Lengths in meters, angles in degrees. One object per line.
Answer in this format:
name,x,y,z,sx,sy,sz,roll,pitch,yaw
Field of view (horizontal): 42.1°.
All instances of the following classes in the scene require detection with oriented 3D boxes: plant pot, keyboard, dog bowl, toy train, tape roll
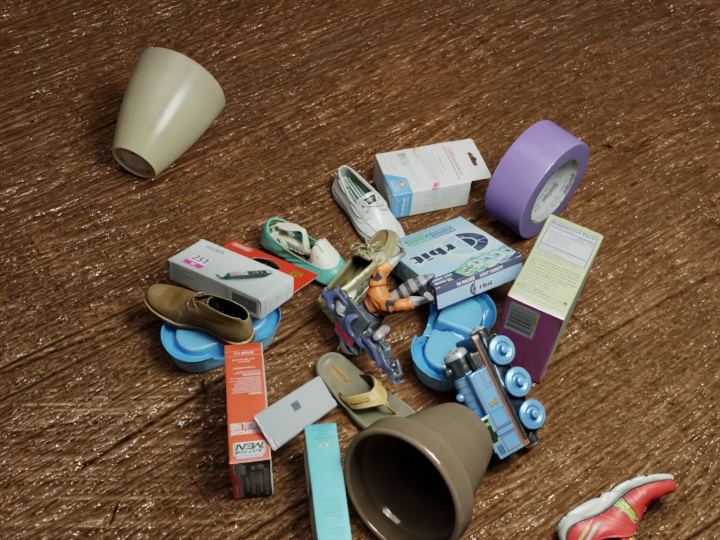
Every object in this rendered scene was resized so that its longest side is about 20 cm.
plant pot,-0.384,-0.283,1.773,0.186,0.188,0.201,20,66,12
keyboard,-0.093,0.210,1.397,0.056,0.011,0.200,53,26,6
plant pot,0.103,0.280,1.339,0.200,0.202,0.174,35,37,23
dog bowl,-0.226,0.101,1.533,0.198,0.050,0.112,-20,54,-19
dog bowl,0.152,0.113,1.542,0.110,0.050,0.201,19,51,11
toy train,0.200,0.189,1.430,0.113,0.087,0.202,-24,86,-23
tape roll,0.321,-0.165,1.697,0.199,0.201,0.085,-35,61,-29

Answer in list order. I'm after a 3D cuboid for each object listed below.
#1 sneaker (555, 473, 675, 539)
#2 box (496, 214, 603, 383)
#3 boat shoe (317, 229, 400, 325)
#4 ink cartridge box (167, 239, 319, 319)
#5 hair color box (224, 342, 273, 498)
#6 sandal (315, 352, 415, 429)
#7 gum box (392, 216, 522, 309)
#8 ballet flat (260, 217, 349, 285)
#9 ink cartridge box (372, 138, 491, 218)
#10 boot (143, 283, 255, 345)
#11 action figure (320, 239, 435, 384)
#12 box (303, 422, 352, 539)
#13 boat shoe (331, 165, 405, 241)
sneaker,0.379,0.362,1.359,0.198,0.077,0.085,-23,66,-13
box,0.303,0.046,1.535,0.096,0.177,0.201,24,53,15
boat shoe,0.000,0.000,1.591,0.073,0.063,0.201,0,51,48
ink cartridge box,-0.194,-0.004,1.576,0.199,0.044,0.173,21,36,25
hair color box,-0.168,0.222,1.397,0.063,0.111,0.201,-5,50,-7
sandal,0.005,0.191,1.472,0.080,0.054,0.200,-36,61,-29
gum box,0.155,-0.018,1.614,0.168,0.045,0.200,-20,29,-19
ballet flat,-0.093,-0.035,1.641,0.199,0.071,0.067,27,50,17
ink cartridge box,0.135,-0.176,1.777,0.198,0.068,0.116,-11,52,-13
boot,-0.258,0.055,1.489,0.198,0.076,0.074,20,53,14
action figure,0.041,0.081,1.498,0.201,0.193,0.104,56,25,19
box,-0.048,0.326,1.338,0.049,0.083,0.201,-4,51,-8
boat shoe,0.011,-0.114,1.717,0.073,0.067,0.200,-31,59,-26
